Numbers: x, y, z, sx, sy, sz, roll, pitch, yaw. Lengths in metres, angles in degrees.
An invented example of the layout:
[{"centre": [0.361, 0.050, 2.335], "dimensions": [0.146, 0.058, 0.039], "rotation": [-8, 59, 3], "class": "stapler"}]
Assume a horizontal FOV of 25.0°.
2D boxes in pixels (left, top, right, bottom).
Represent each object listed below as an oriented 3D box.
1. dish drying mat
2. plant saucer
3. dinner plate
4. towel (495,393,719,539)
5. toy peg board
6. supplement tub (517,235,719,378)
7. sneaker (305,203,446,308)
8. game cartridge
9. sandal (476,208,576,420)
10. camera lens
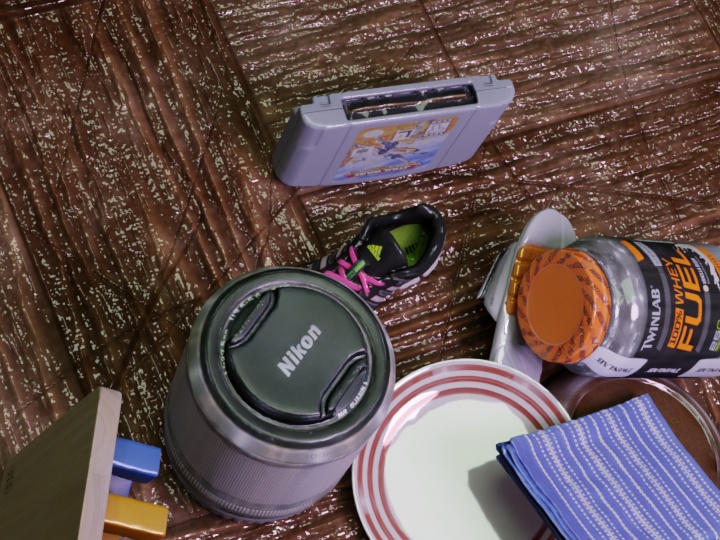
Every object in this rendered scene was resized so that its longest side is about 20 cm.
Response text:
[{"centre": [0.144, 0.214, 1.384], "dimensions": [0.200, 0.018, 0.077], "rotation": [43, 60, 8], "class": "dish drying mat"}, {"centre": [0.242, 0.165, 1.420], "dimensions": [0.200, 0.032, 0.201], "rotation": [9, 58, -15], "class": "plant saucer"}, {"centre": [0.091, 0.174, 1.363], "dimensions": [0.200, 0.024, 0.201], "rotation": [1, 75, -3], "class": "dinner plate"}, {"centre": [0.215, 0.175, 1.328], "dimensions": [0.200, 0.024, 0.145], "rotation": [-12, 56, -42], "class": "towel"}, {"centre": [-0.200, 0.218, 1.197], "dimensions": [0.098, 0.200, 0.200], "rotation": [19, 59, -26], "class": "toy peg board"}, {"centre": [0.241, 0.033, 1.411], "dimensions": [0.200, 0.123, 0.123], "rotation": [2, 62, -37], "class": "supplement tub"}, {"centre": [0.000, 0.000, 1.410], "dimensions": [0.200, 0.087, 0.074], "rotation": [-32, 76, -26], "class": "sneaker"}, {"centre": [0.027, -0.122, 1.452], "dimensions": [0.200, 0.133, 0.042], "rotation": [-10, 67, -19], "class": "game cartridge"}, {"centre": [0.131, 0.040, 1.440], "dimensions": [0.079, 0.059, 0.207], "rotation": [30, 73, -42], "class": "sandal"}, {"centre": [-0.068, 0.101, 1.276], "dimensions": [0.160, 0.200, 0.160], "rotation": [6, 63, -13], "class": "camera lens"}]
